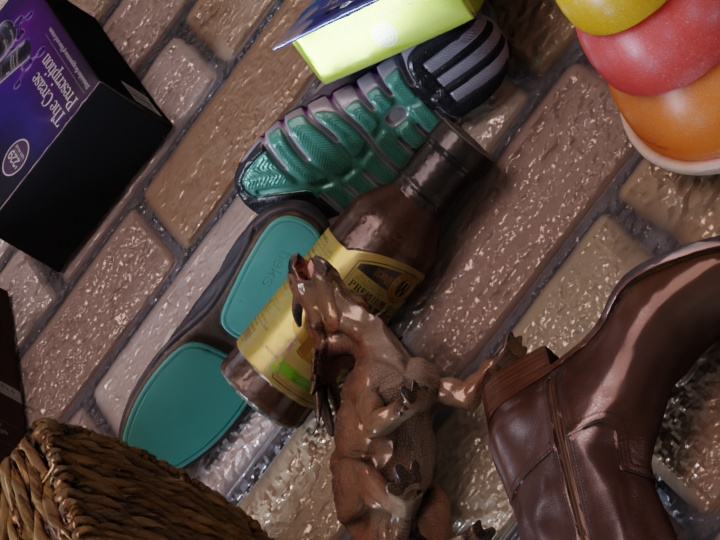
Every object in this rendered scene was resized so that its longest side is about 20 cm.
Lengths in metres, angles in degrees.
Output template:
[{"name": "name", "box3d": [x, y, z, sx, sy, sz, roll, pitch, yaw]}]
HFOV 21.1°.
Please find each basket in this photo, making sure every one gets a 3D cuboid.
[{"name": "basket", "box3d": [-0.139, 0.188, 1.036, 0.149, 0.199, 0.143, -48, 40, 12]}]

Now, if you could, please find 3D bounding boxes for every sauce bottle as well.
[{"name": "sauce bottle", "box3d": [0.000, 0.000, 1.125, 0.201, 0.064, 0.065, -52, 38, 10]}]

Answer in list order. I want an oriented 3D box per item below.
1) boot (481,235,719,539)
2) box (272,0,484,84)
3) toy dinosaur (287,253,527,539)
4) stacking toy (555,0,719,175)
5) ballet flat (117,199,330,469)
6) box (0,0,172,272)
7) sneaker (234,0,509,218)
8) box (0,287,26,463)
[{"name": "boot", "box3d": [0.144, 0.103, 0.902, 0.186, 0.064, 0.201, -38, 42, 30]}, {"name": "box", "box3d": [0.038, -0.188, 1.168, 0.121, 0.048, 0.201, -21, 26, 38]}, {"name": "toy dinosaur", "box3d": [0.009, 0.094, 1.041, 0.135, 0.085, 0.202, -8, 72, 52]}, {"name": "stacking toy", "box3d": [0.143, -0.151, 0.963, 0.145, 0.199, 0.147, -26, 48, 33]}, {"name": "ballet flat", "box3d": [-0.081, 0.040, 1.195, 0.201, 0.073, 0.073, -56, 37, 12]}, {"name": "box", "box3d": [-0.240, -0.114, 1.460, 0.142, 0.079, 0.200, -53, 38, 11]}, {"name": "sneaker", "box3d": [0.009, -0.104, 1.201, 0.199, 0.075, 0.088, -30, 26, 22]}, {"name": "box", "box3d": [-0.298, 0.082, 1.368, 0.075, 0.100, 0.201, -41, 42, 19]}]
